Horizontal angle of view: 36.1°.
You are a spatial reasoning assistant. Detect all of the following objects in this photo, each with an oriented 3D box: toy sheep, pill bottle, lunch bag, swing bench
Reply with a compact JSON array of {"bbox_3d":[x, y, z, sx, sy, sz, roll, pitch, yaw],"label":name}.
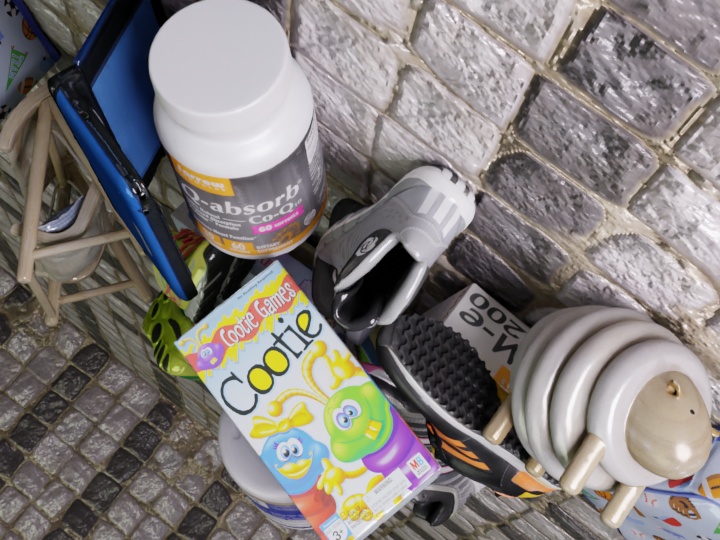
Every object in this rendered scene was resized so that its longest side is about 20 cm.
[{"bbox_3d":[0.160,0.088,0.751,0.138,0.138,0.200,50,168,-31],"label":"toy sheep"},{"bbox_3d":[-0.087,-0.099,0.811,0.116,0.117,0.200,33,162,17],"label":"pill bottle"},{"bbox_3d":[0.267,0.188,0.879,0.160,0.076,0.200,44,161,-22],"label":"lunch bag"},{"bbox_3d":[-0.297,-0.071,1.147,0.199,0.129,0.201,118,138,-72],"label":"swing bench"},{"bbox_3d":[-0.420,-0.230,1.069,0.123,0.171,0.200,24,159,26],"label":"lunch bag"},{"bbox_3d":[-0.055,0.171,1.012,0.119,0.120,0.200,33,164,17],"label":"pill bottle"}]

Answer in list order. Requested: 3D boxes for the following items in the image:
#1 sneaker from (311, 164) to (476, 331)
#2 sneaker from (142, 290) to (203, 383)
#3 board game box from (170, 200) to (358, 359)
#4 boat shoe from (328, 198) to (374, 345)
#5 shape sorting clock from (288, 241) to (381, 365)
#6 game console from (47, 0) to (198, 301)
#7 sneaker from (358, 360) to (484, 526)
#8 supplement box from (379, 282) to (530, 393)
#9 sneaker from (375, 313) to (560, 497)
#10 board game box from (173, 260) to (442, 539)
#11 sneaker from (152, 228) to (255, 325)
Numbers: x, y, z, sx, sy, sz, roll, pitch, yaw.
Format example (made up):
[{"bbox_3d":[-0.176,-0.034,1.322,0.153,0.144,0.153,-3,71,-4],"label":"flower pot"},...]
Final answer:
[{"bbox_3d":[-0.003,0.008,0.810,0.075,0.116,0.200,38,140,-5],"label":"sneaker"},{"bbox_3d":[-0.181,0.068,1.181,0.083,0.074,0.200,36,-168,-26],"label":"sneaker"},{"bbox_3d":[-0.092,0.033,1.144,0.199,0.041,0.200,35,159,24],"label":"board game box"},{"bbox_3d":[0.000,0.000,0.968,0.056,0.069,0.200,33,154,13],"label":"boat shoe"},{"bbox_3d":[-0.035,0.035,1.160,0.200,0.039,0.200,38,161,16],"label":"shape sorting clock"},{"bbox_3d":[-0.153,-0.101,0.861,0.171,0.118,0.200,51,168,21],"label":"game console"},{"bbox_3d":[0.042,0.162,0.993,0.074,0.088,0.200,18,154,51],"label":"sneaker"},{"bbox_3d":[0.098,0.092,0.977,0.126,0.074,0.200,39,164,-3],"label":"supplement box"},{"bbox_3d":[0.071,0.115,0.834,0.200,0.070,0.090,38,134,-21],"label":"sneaker"},{"bbox_3d":[-0.037,0.109,0.862,0.200,0.103,0.105,50,175,12],"label":"board game box"},{"bbox_3d":[-0.159,-0.003,1.028,0.090,0.078,0.200,46,160,0],"label":"sneaker"}]
